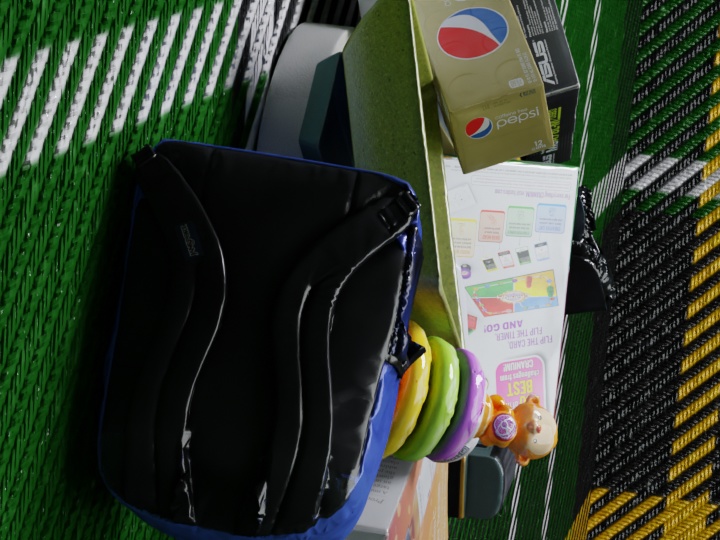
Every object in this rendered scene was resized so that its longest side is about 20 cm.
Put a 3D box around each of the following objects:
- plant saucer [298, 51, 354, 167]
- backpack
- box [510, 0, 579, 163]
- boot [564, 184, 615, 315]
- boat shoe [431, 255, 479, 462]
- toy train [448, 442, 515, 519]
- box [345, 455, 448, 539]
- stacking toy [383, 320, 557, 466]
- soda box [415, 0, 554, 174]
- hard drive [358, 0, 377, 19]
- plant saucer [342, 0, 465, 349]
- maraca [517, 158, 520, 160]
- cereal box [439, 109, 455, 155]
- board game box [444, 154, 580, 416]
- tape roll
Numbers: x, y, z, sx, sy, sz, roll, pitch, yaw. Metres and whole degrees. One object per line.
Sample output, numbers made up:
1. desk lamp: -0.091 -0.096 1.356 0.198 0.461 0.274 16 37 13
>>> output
1. plant saucer: -0.012 -0.060 1.598 0.200 0.019 0.070 75 25 -62
2. backpack: -0.048 0.054 1.328 0.168 0.161 0.202 69 30 -73
3. box: 0.118 -0.195 1.876 0.193 0.047 0.201 67 8 -77
4. boot: 0.119 0.038 1.951 0.076 0.167 0.202 -62 143 -82
5. boat shoe: 0.030 0.033 1.681 0.068 0.071 0.201 39 33 -51
6. toy train: 0.080 0.143 2.096 0.200 0.113 0.086 -57 153 -66
7. box: -0.009 0.177 1.720 0.200 0.106 0.153 -65 159 -56
8. stacking toy: 0.033 0.077 1.499 0.110 0.199 0.117 -27 -132 63
9. soda box: 0.073 -0.164 1.716 0.064 0.067 0.201 73 0 -49
10. hard drive: 0.017 -0.171 1.726 0.200 0.026 0.133 74 5 -62
11. plant saucer: 0.026 -0.054 1.553 0.200 0.047 0.201 68 15 -73
12. maraca: 0.099 -0.038 2.050 0.107 0.137 0.201 22 64 -40
13. cereal box: 0.077 -0.144 1.948 0.144 0.039 0.200 58 30 -21
14. board game box: 0.082 0.016 1.855 0.040 0.152 0.202 13 -82 60
15. tape roll: -0.030 -0.063 1.644 0.203 0.037 0.204 7 90 -79
